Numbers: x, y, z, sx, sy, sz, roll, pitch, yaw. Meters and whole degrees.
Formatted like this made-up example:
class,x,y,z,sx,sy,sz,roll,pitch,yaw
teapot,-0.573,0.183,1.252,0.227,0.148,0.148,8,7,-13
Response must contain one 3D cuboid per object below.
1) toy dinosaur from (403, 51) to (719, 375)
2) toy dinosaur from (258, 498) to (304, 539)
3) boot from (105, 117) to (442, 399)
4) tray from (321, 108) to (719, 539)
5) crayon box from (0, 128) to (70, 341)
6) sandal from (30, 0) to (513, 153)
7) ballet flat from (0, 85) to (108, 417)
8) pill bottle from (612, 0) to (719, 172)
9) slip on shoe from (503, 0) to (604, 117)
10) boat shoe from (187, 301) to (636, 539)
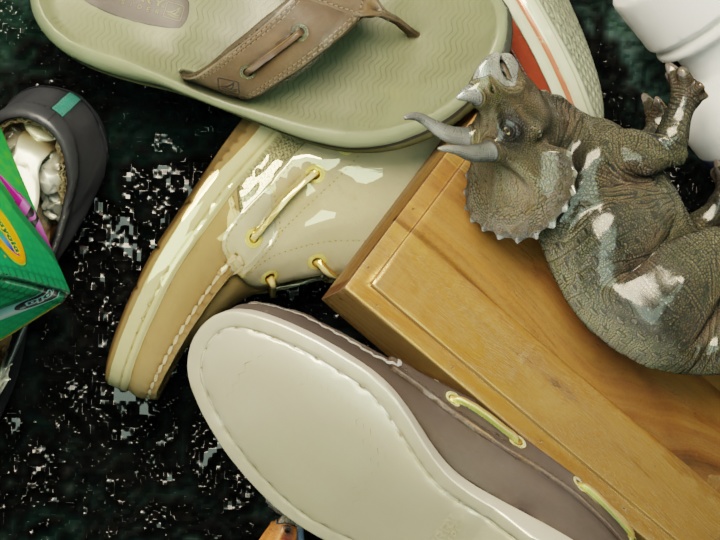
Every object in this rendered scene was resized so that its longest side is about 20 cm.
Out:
class,x,y,z,sx,sy,sz,roll,pitch,yaw
toy dinosaur,0.109,-0.011,0.813,0.102,0.077,0.200,-41,99,-11
toy dinosaur,0.046,0.109,0.859,0.200,0.105,0.181,35,60,25
boot,0.000,0.000,0.895,0.155,0.073,0.200,35,84,-4
tray,0.093,0.035,0.847,0.200,0.037,0.099,40,72,-9
crayon box,-0.230,0.005,0.856,0.200,0.058,0.119,-31,71,16
sandal,-0.040,-0.098,0.838,0.201,0.057,0.080,10,76,9
ballet flat,-0.168,0.013,0.896,0.073,0.073,0.200,26,95,-3
pill bottle,0.201,-0.065,0.861,0.120,0.120,0.200,-43,100,3
slip on shoe,0.035,-0.134,0.889,0.061,0.074,0.200,-38,93,18
boat shoe,0.024,0.076,0.807,0.200,0.060,0.072,35,120,-1
